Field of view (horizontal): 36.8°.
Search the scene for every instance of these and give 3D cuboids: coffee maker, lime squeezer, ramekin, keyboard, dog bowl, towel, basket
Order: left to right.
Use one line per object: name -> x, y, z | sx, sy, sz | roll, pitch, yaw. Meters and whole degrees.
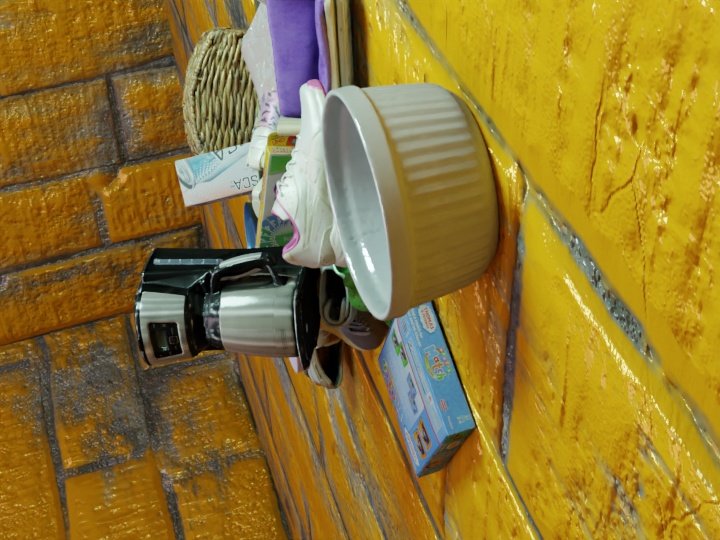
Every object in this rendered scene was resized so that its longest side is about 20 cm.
basket -> -0.203, -0.266, 1.651 | 0.149, 0.141, 0.203 | -140, 55, -68
coffee maker -> -0.149, 0.038, 1.277 | 0.192, 0.197, 0.137 | -49, -42, -79
dog bowl -> -0.132, -0.014, 1.617 | 0.112, 0.049, 0.202 | 99, 158, -54
towel -> -0.094, -0.281, 1.367 | 0.192, 0.032, 0.201 | -62, 39, 44
keyboard -> -0.013, -0.228, 1.204 | 0.057, 0.011, 0.202 | -74, -14, -49
lime squeezer -> 0.000, 0.000, 1.229 | 0.037, 0.071, 0.201 | -22, 102, 36
ramekin -> 0.043, -0.066, 0.939 | 0.200, 0.104, 0.203 | 167, 90, -78

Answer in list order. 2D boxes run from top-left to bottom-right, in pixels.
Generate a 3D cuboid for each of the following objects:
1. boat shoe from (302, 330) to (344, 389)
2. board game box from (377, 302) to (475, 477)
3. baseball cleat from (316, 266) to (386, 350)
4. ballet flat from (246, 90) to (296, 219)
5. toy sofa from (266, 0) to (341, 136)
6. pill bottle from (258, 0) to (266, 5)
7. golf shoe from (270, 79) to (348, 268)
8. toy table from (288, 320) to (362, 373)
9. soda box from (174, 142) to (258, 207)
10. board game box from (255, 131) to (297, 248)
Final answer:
boat shoe -> -0.053, 0.089, 1.654 | 0.068, 0.074, 0.202 | 33, 137, 45
board game box -> 0.068, 0.132, 1.199 | 0.200, 0.036, 0.153 | 108, 145, -66
baseball cleat -> -0.018, 0.049, 1.317 | 0.107, 0.069, 0.201 | -76, -25, -43
ballet flat -> -0.107, -0.118, 1.340 | 0.069, 0.071, 0.202 | 18, 125, 36
toy sofa -> -0.061, -0.241, 1.204 | 0.098, 0.082, 0.202 | -79, -11, -50
pill bottle -> -0.115, -0.398, 1.275 | 0.113, 0.111, 0.201 | 88, 164, -45
golf shoe -> -0.055, -0.099, 1.150 | 0.075, 0.090, 0.203 | -100, 2, -85
toy table -> -0.059, 0.027, 1.480 | 0.184, 0.116, 0.202 | -138, 36, -69
soda box -> -0.156, -0.144, 1.527 | 0.064, 0.197, 0.069 | -92, -12, -88
board game box -> -0.076, -0.076, 1.328 | 0.030, 0.094, 0.202 | -117, 30, -54
